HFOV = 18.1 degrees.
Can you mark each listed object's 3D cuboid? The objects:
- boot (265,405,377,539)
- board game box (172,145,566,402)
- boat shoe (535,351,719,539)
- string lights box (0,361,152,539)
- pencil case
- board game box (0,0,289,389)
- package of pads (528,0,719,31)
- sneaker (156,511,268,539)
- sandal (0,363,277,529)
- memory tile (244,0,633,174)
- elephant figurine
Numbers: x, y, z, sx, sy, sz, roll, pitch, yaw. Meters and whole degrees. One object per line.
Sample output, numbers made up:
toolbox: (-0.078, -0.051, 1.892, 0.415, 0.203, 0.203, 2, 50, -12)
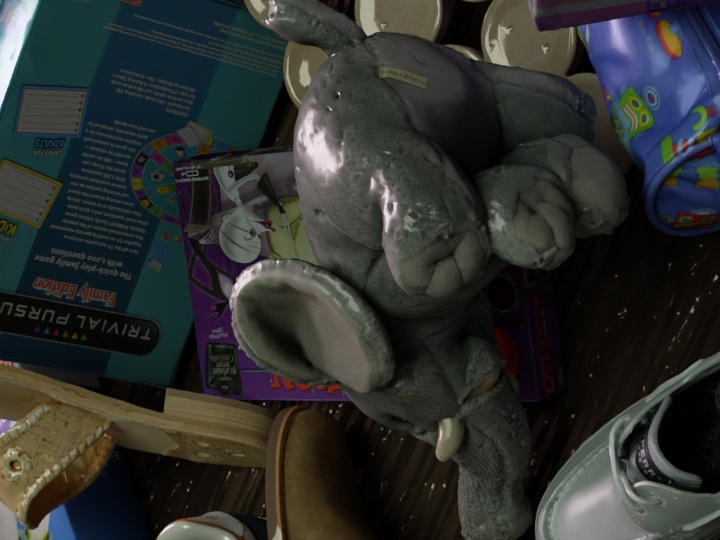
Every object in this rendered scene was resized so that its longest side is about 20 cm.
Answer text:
boot: (0.007, 0.148, 1.016, 0.075, 0.074, 0.201, -24, 63, 23)
board game box: (0.000, 0.000, 1.044, 0.199, 0.032, 0.121, -3, 102, 39)
boat shoe: (0.136, 0.068, 0.909, 0.200, 0.071, 0.070, -36, 62, 33)
string lights box: (-0.164, 0.143, 1.173, 0.103, 0.059, 0.201, -39, 61, 30)
pencil case: (0.120, -0.116, 0.940, 0.078, 0.087, 0.201, -21, 67, -1)
board game box: (-0.130, -0.051, 1.104, 0.047, 0.150, 0.201, 35, 107, 49)
package of pads: (0.153, -0.169, 0.866, 0.198, 0.076, 0.121, -9, 76, 6)
sneaker: (-0.056, 0.207, 1.040, 0.078, 0.079, 0.201, -32, 57, 32)
sandal: (-0.145, 0.092, 1.094, 0.210, 0.078, 0.070, 7, 70, 7)
memory tile: (0.033, -0.100, 1.035, 0.153, 0.017, 0.201, -37, 74, 32)
elephant figurine: (0.017, 0.010, 0.944, 0.201, 0.141, 0.156, 114, 149, -45)
